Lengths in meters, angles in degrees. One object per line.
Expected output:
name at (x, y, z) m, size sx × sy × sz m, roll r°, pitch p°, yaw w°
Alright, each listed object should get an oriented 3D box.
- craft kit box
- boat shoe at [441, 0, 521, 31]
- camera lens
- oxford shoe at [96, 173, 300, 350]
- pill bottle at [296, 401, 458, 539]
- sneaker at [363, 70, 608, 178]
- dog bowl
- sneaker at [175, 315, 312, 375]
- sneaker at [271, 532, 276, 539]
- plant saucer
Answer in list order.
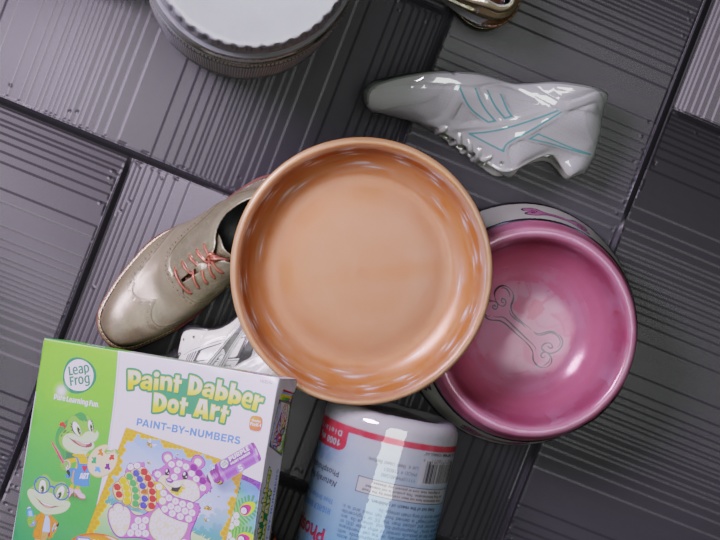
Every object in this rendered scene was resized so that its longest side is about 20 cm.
craft kit box at (-0.159, 0.163, 1.142) m, size 0.198 × 0.048 × 0.200 m, roll 7°, pitch 84°, yaw 18°
boat shoe at (0.049, -0.270, 1.202) m, size 0.199 × 0.068 × 0.075 m, roll 37°, pitch 89°, yaw -6°
camera lens at (-0.083, -0.228, 1.125) m, size 0.158 × 0.200 × 0.162 m, roll 0°, pitch 93°, yaw -6°
oxford shoe at (-0.127, -0.009, 1.194) m, size 0.200 × 0.075 × 0.071 m, roll -41°, pitch 96°, yaw -3°
pill bottle at (0.005, 0.207, 1.203) m, size 0.108 × 0.109 × 0.202 m, roll 13°, pitch 91°, yaw -6°
sneaker at (0.099, -0.117, 1.215) m, size 0.198 × 0.070 × 0.081 m, roll 6°, pitch 95°, yaw -7°
dog bowl at (0.134, 0.047, 1.225) m, size 0.198 × 0.074 × 0.202 m, roll 0°, pitch 93°, yaw -5°
sneaker at (-0.128, 0.091, 1.212) m, size 0.199 × 0.076 × 0.088 m, roll -38°, pitch 79°, yaw -4°
sneaker at (-0.140, 0.279, 1.207) m, size 0.200 × 0.078 × 0.112 m, roll -44°, pitch 95°, yaw -2°
plant saucer at (0.000, 0.000, 1.156) m, size 0.198 × 0.037 × 0.202 m, roll 0°, pitch 94°, yaw -5°
